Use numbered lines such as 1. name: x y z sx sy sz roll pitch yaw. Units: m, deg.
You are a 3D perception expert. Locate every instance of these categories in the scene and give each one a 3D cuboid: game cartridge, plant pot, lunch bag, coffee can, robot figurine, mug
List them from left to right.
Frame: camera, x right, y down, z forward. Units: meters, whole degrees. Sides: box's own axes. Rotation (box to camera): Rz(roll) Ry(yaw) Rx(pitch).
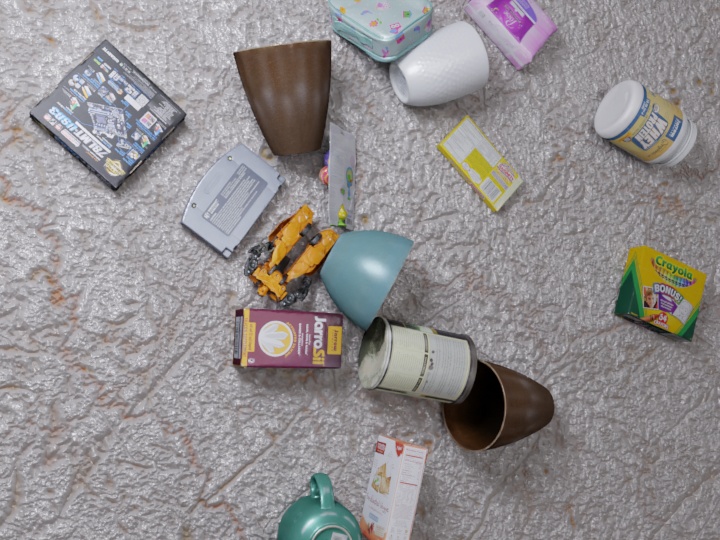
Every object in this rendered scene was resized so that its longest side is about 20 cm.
1. game cartridge: -0.253 -0.141 1.455 0.133 0.042 0.200 37 75 -10
2. robot figurine: -0.139 -0.024 1.477 0.145 0.058 0.200 43 73 -12
3. plant pot: -0.135 -0.329 1.442 0.186 0.187 0.201 -13 105 -21
4. mug: -0.081 0.505 1.432 0.152 0.114 0.185 -32 98 -20
5. plant pot: 0.000 0.000 1.468 0.134 0.200 0.201 28 76 1
6. lunch bag: 0.036 -0.518 1.526 0.160 0.077 0.200 -41 62 -15
7. coffee can: 0.113 0.183 1.510 0.199 0.146 0.147 13 82 -19
8. mug: 0.144 -0.443 1.580 0.175 0.148 0.200 -25 66 -14
9. plant pot: 0.307 0.284 1.576 0.199 0.187 0.188 8 83 -35

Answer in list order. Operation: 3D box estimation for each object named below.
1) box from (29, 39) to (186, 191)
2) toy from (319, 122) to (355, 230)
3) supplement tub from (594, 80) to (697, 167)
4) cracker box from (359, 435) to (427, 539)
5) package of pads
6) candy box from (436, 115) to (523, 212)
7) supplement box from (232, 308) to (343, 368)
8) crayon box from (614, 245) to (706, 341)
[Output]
1. box: -0.461 -0.285 1.378 0.200 0.050 0.199 42 74 -14
2. toy: -0.052 -0.186 1.513 0.047 0.115 0.201 -5 84 24
3. supplement tub: 0.670 -0.341 1.759 0.200 0.145 0.145 24 78 -17
4. cracker box: 0.063 0.437 1.481 0.058 0.134 0.201 16 80 -18
5. package of pads: 0.338 -0.567 1.686 0.200 0.076 0.121 43 72 -13
6. candy box: 0.267 -0.236 1.662 0.200 0.026 0.102 47 70 -12
7. supplement box: -0.141 0.133 1.450 0.199 0.086 0.111 4 85 -21
8. crayon box: 0.722 0.057 1.797 0.199 0.058 0.173 22 79 -18
